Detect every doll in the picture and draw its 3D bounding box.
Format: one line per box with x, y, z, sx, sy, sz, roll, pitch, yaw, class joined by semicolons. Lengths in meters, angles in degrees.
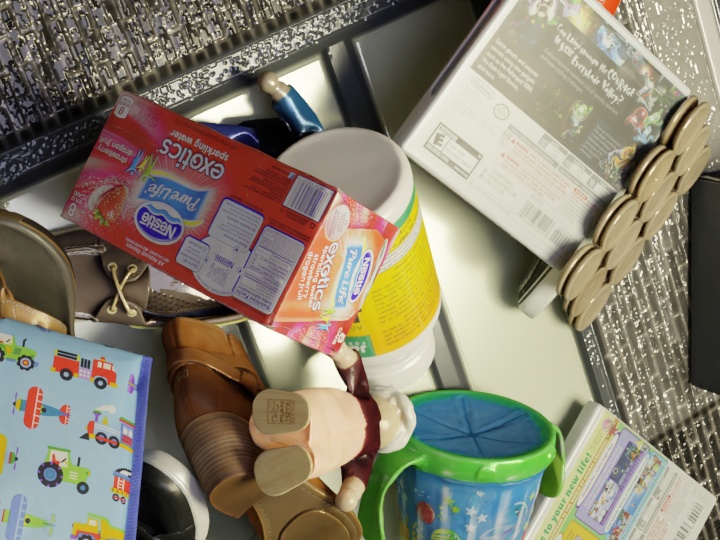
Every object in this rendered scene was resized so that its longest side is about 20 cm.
-0.076;-0.083;1.177;0.199;0.048;0.137;-4;102;-26;doll

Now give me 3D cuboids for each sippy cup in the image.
0.086;0.184;1.269;0.177;0.140;0.131;5;109;-2;sippy cup

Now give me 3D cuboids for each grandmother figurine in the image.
-0.014;0.110;1.120;0.200;0.060;0.122;8;88;-67;grandmother figurine

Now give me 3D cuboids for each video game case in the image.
0.215;0.246;1.381;0.182;0.022;0.201;38;78;-30;video game case
0.145;-0.121;1.207;0.200;0.023;0.182;34;94;-34;video game case

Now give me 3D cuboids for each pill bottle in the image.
0.000;0.000;1.166;0.113;0.113;0.200;-35;140;-17;pill bottle

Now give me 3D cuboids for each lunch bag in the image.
-0.220;0.136;0.997;0.150;0.201;0.094;17;130;-21;lunch bag

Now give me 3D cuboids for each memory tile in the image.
0.231;-0.045;1.299;0.200;0.017;0.153;-53;160;-4;memory tile

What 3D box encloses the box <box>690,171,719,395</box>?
0.401;0.006;1.404;0.181;0.104;0.201;-8;102;-27;box

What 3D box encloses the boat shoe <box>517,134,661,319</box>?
0.180;-0.055;1.308;0.064;0.071;0.201;31;93;5;boat shoe

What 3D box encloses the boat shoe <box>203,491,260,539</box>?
-0.102;0.201;1.206;0.071;0.061;0.202;24;70;-4;boat shoe

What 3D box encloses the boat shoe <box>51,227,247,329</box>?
-0.163;0.009;1.142;0.199;0.059;0.072;4;98;-27;boat shoe

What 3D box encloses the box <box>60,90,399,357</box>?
-0.089;-0.032;1.036;0.100;0.199;0.095;-63;149;-2;box

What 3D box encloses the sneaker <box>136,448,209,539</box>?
-0.173;0.219;1.096;0.073;0.200;0.112;33;48;9;sneaker

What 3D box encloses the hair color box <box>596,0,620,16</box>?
0.102;-0.252;1.201;0.199;0.102;0.061;13;114;-29;hair color box

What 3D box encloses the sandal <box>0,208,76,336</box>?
-0.241;0.050;1.084;0.081;0.055;0.201;1;118;-5;sandal

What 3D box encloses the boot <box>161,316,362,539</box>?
-0.073;0.127;1.153;0.073;0.155;0.200;-30;141;7;boot
